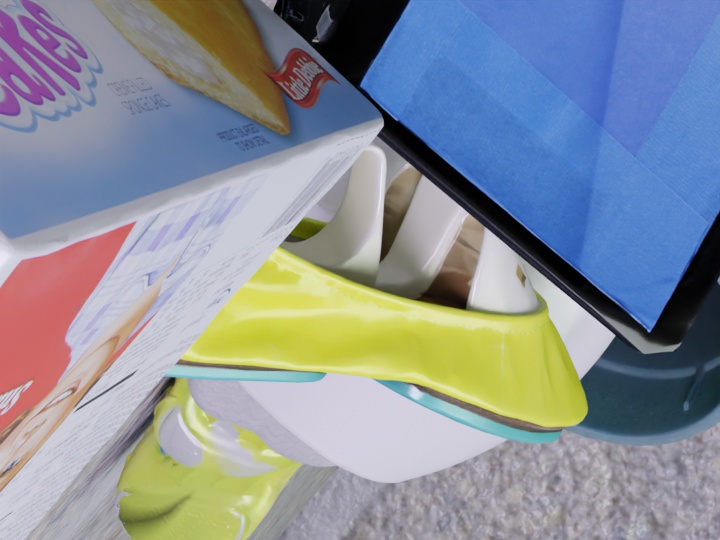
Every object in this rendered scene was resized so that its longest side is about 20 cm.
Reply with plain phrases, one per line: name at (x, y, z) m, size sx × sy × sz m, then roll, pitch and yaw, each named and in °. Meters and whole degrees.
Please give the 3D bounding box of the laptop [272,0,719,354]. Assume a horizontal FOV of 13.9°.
laptop at (0.071, -0.096, 0.542) m, size 0.178 × 0.103 × 0.200 m, roll -60°, pitch 178°, yaw -11°

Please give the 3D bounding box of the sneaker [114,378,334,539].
sneaker at (-0.032, 0.039, 1.206) m, size 0.200 × 0.076 × 0.105 m, roll -42°, pitch -167°, yaw 45°

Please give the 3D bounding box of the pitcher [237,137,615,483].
pitcher at (0.033, -0.040, 0.849) m, size 0.200 × 0.121 × 0.171 m, roll -50°, pitch 153°, yaw 13°

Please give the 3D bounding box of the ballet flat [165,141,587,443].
ballet flat at (0.000, 0.000, 0.743) m, size 0.200 × 0.067 × 0.067 m, roll 12°, pitch 105°, yaw -46°

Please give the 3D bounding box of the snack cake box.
snack cake box at (-0.075, 0.005, 0.444) m, size 0.115 × 0.067 × 0.200 m, roll -48°, pitch 176°, yaw 14°

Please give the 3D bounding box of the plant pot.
plant pot at (0.167, -0.036, 1.721) m, size 0.196 × 0.200 × 0.200 m, roll -54°, pitch -179°, yaw -42°
